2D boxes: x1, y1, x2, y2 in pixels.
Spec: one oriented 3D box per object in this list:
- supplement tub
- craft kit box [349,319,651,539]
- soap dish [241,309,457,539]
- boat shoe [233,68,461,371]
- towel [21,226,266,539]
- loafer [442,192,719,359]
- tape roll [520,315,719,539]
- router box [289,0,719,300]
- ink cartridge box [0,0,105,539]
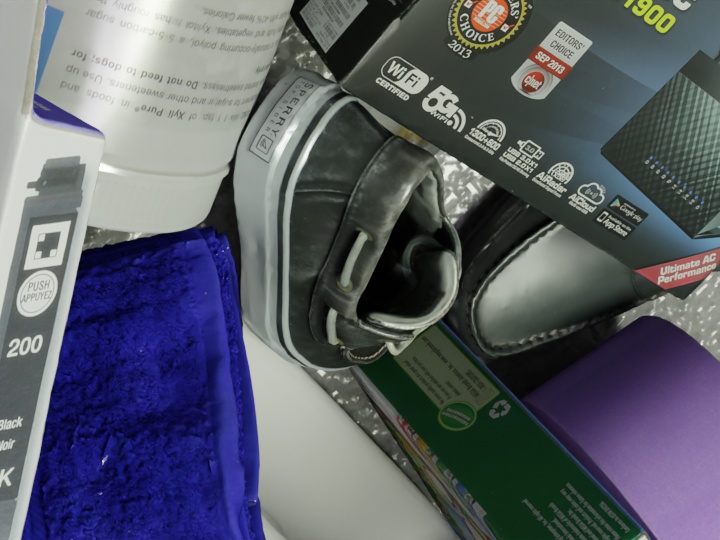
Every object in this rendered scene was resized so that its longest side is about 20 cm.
[{"bbox_3d":[-0.075,-0.128,0.791,0.131,0.132,0.201,12,109,-30],"label":"supplement tub"},{"bbox_3d":[0.086,0.127,0.962,0.048,0.200,0.198,-38,124,-4],"label":"craft kit box"},{"bbox_3d":[-0.030,0.115,0.933,0.081,0.158,0.200,-34,127,14],"label":"soap dish"},{"bbox_3d":[0.000,0.000,0.879,0.072,0.071,0.200,-53,163,-12],"label":"boat shoe"},{"bbox_3d":[-0.133,0.060,0.821,0.199,0.148,0.050,-13,143,4],"label":"towel"},{"bbox_3d":[0.124,-0.025,0.980,0.200,0.070,0.068,-31,124,-8],"label":"loafer"},{"bbox_3d":[0.147,0.118,0.986,0.066,0.200,0.200,-35,125,-7],"label":"tape roll"},{"bbox_3d":[0.095,-0.094,0.853,0.200,0.062,0.150,28,110,-39],"label":"router box"},{"bbox_3d":[-0.166,-0.037,0.757,0.043,0.198,0.201,-14,126,-49],"label":"ink cartridge box"}]
